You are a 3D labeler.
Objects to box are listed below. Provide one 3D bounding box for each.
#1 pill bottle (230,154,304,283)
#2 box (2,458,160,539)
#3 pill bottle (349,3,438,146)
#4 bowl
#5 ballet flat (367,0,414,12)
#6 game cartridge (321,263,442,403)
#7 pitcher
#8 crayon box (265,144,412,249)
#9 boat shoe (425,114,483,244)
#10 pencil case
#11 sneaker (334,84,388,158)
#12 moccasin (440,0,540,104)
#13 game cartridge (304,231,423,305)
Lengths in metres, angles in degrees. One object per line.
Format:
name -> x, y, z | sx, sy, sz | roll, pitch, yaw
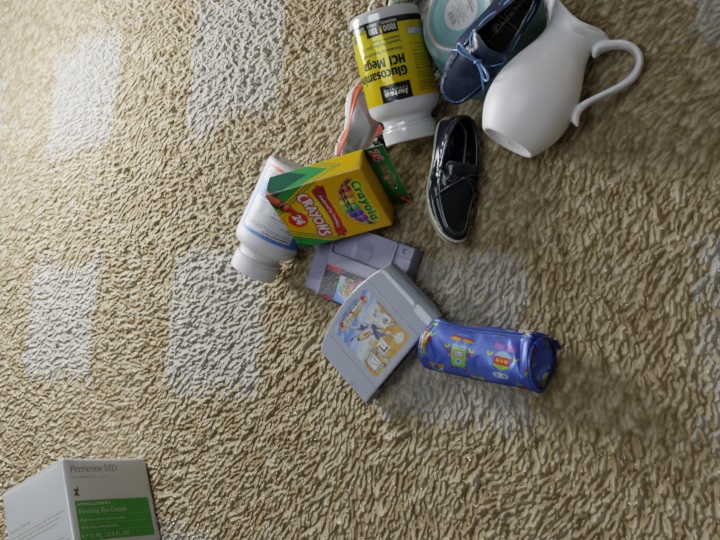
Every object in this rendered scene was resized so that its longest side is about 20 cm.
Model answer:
pill bottle -> -0.145, -0.085, 1.554 | 0.112, 0.112, 0.201 | 35, 105, 37
box -> -0.522, 0.463, 1.702 | 0.200, 0.199, 0.172 | -32, 63, 28
pill bottle -> 0.058, -0.299, 1.405 | 0.112, 0.112, 0.201 | -10, 96, 37
bowl -> 0.172, -0.365, 1.354 | 0.200, 0.105, 0.202 | -7, 79, 38
ballet flat -> 0.042, -0.404, 1.481 | 0.068, 0.075, 0.201 | 20, 96, 62
game cartridge -> 0.024, 0.094, 1.406 | 0.133, 0.041, 0.200 | 45, 118, 16
pitcher -> 0.275, -0.251, 1.254 | 0.171, 0.121, 0.201 | 32, 91, 25
crayon box -> -0.033, -0.114, 1.431 | 0.199, 0.127, 0.051 | -15, 41, 22
boat shoe -> 0.142, -0.140, 1.354 | 0.062, 0.074, 0.201 | -20, 63, 62
pencil case -> 0.178, 0.115, 1.280 | 0.199, 0.078, 0.087 | 7, 111, 39
sneaker -> 0.014, -0.208, 1.475 | 0.082, 0.077, 0.201 | 1, 83, 32
moccasin -> 0.172, -0.316, 1.254 | 0.080, 0.068, 0.200 | 30, 116, -5
game cartridge -> 0.000, 0.000, 1.474 | 0.200, 0.038, 0.130 | 21, 91, 39
